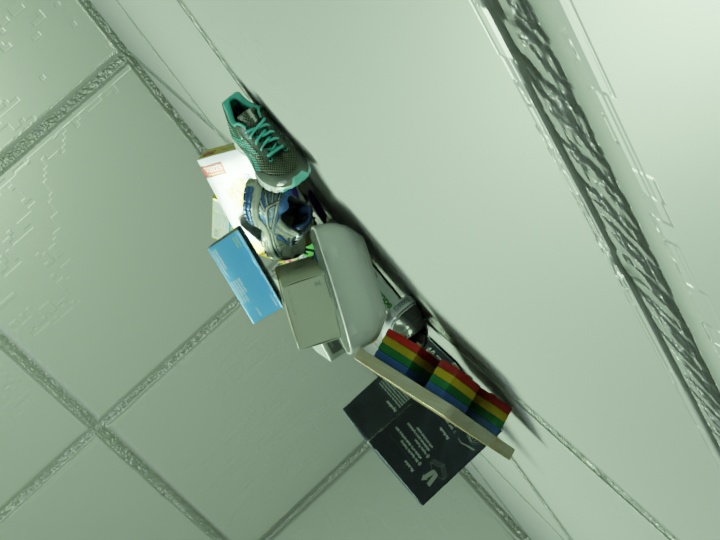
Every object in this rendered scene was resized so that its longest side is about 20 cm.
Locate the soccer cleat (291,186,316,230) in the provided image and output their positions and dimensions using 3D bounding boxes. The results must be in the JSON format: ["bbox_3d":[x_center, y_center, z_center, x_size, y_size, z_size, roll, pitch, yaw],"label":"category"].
[{"bbox_3d":[-0.134,-0.135,1.565,0.068,0.072,0.202,50,165,52],"label":"soccer cleat"}]

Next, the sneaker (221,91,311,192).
[{"bbox_3d":[-0.144,-0.187,1.414,0.200,0.077,0.092,43,167,40],"label":"sneaker"}]

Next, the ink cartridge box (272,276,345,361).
[{"bbox_3d":[-0.095,0.077,1.835,0.162,0.047,0.200,62,170,-10],"label":"ink cartridge box"}]

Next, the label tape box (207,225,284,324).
[{"bbox_3d":[-0.187,0.006,1.608,0.146,0.063,0.200,59,178,-6],"label":"label tape box"}]

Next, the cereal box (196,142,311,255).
[{"bbox_3d":[-0.174,-0.124,1.670,0.142,0.040,0.202,-9,120,34],"label":"cereal box"}]

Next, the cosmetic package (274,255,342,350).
[{"bbox_3d":[-0.084,0.047,1.546,0.200,0.072,0.106,-133,27,-80],"label":"cosmetic package"}]

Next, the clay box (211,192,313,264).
[{"bbox_3d":[-0.170,-0.078,1.780,0.196,0.048,0.116,19,143,4],"label":"clay box"}]

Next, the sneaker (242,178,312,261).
[{"bbox_3d":[-0.110,-0.068,1.494,0.083,0.079,0.200,3,159,17],"label":"sneaker"}]

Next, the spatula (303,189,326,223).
[{"bbox_3d":[-0.087,-0.116,1.689,0.057,0.020,0.200,58,174,-15],"label":"spatula"}]

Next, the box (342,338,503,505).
[{"bbox_3d":[0.109,0.259,1.708,0.198,0.199,0.117,53,173,-34],"label":"box"}]

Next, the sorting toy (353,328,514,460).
[{"bbox_3d":[0.121,0.174,1.441,0.198,0.070,0.198,28,173,43],"label":"sorting toy"}]

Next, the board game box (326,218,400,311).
[{"bbox_3d":[0.000,0.000,1.701,0.201,0.034,0.126,51,175,-4],"label":"board game box"}]

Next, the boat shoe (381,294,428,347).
[{"bbox_3d":[0.080,0.096,1.563,0.066,0.070,0.201,49,167,14],"label":"boat shoe"}]

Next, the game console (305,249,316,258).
[{"bbox_3d":[-0.131,-0.101,2.208,0.200,0.117,0.173,44,142,41],"label":"game console"}]

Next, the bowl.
[{"bbox_3d":[-0.016,0.020,1.517,0.200,0.073,0.204,174,79,-86],"label":"bowl"}]
